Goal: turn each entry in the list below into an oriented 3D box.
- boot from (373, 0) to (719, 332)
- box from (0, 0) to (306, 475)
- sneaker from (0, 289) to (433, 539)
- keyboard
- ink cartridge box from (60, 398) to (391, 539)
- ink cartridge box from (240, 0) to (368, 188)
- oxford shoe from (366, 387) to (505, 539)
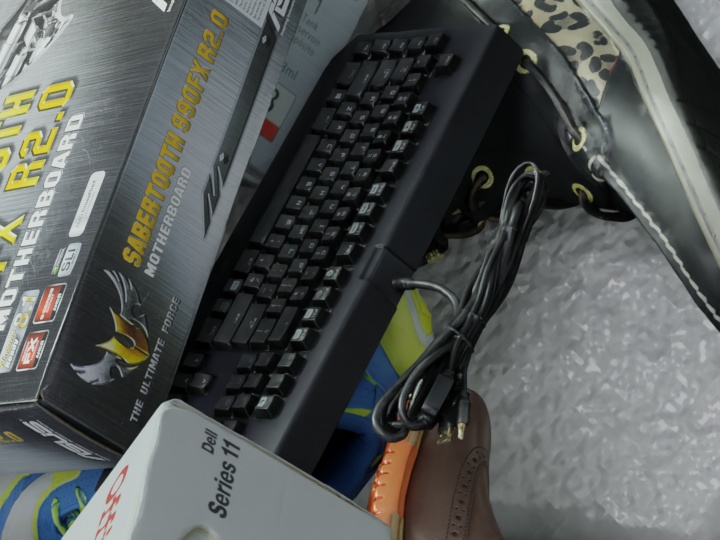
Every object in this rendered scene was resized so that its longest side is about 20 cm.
[{"bbox_3d":[0.054,-0.026,0.968,0.154,0.073,0.204,-39,55,19],"label":"boot"},{"bbox_3d":[-0.105,-0.029,0.952,0.158,0.048,0.200,-7,57,47],"label":"box"},{"bbox_3d":[-0.070,0.062,0.941,0.200,0.076,0.105,-26,26,17],"label":"sneaker"},{"bbox_3d":[0.000,0.000,0.894,0.127,0.021,0.200,4,55,37],"label":"keyboard"},{"bbox_3d":[-0.079,0.158,0.806,0.200,0.083,0.147,-53,15,31],"label":"ink cartridge box"},{"bbox_3d":[-0.045,-0.132,1.044,0.162,0.050,0.200,12,76,55],"label":"ink cartridge box"},{"bbox_3d":[0.032,0.116,0.855,0.073,0.071,0.200,6,50,1],"label":"oxford shoe"}]
